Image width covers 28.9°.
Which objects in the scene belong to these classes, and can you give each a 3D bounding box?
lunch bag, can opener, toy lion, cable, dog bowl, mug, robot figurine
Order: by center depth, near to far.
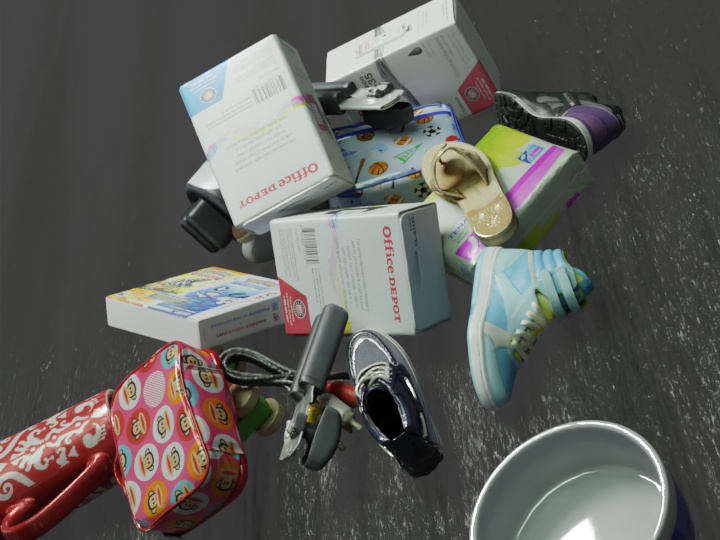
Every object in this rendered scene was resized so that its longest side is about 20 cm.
[{"bbox_3d":[0.207,0.244,1.307,0.199,0.079,0.201,-22,40,20],"label":"dog bowl"},{"bbox_3d":[-0.042,0.134,1.575,0.053,0.067,0.201,-49,18,52],"label":"can opener"},{"bbox_3d":[-0.221,0.201,1.614,0.176,0.082,0.201,-39,52,29],"label":"lunch bag"},{"bbox_3d":[-0.070,0.127,1.622,0.199,0.050,0.097,31,62,17],"label":"cable"},{"bbox_3d":[-0.197,0.197,1.709,0.192,0.069,0.200,-47,37,1],"label":"toy lion"},{"bbox_3d":[-0.366,0.258,1.736,0.199,0.134,0.178,-29,52,4],"label":"mug"},{"bbox_3d":[0.039,-0.142,1.810,0.199,0.076,0.161,-13,43,0],"label":"lunch bag"},{"bbox_3d":[-0.025,-0.213,1.816,0.199,0.067,0.053,8,37,37],"label":"can opener"},{"bbox_3d":[-0.161,-0.118,1.952,0.150,0.125,0.200,25,69,39],"label":"robot figurine"}]

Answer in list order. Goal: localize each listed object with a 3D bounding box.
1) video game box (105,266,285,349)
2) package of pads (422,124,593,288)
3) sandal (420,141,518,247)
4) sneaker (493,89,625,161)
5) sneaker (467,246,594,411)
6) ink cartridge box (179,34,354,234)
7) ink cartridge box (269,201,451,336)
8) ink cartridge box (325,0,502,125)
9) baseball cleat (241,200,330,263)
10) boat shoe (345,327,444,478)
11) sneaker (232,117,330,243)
[{"bbox_3d":[-0.196,0.046,1.791,0.182,0.047,0.199,-14,18,-43],"label":"video game box"},{"bbox_3d":[0.160,-0.078,1.689,0.200,0.068,0.154,-47,38,-12],"label":"package of pads"},{"bbox_3d":[0.119,-0.115,1.642,0.077,0.070,0.212,-34,42,2],"label":"sandal"},{"bbox_3d":[0.250,-0.190,1.748,0.087,0.076,0.200,-28,33,-21],"label":"sneaker"},{"bbox_3d":[0.188,0.056,1.523,0.130,0.080,0.201,-6,58,21],"label":"sneaker"},{"bbox_3d":[-0.115,-0.165,1.734,0.144,0.085,0.201,-26,75,14],"label":"ink cartridge box"},{"bbox_3d":[0.000,0.000,1.667,0.199,0.147,0.083,-1,10,37],"label":"ink cartridge box"},{"bbox_3d":[0.072,-0.260,1.885,0.199,0.147,0.083,-23,36,20],"label":"ink cartridge box"},{"bbox_3d":[-0.068,-0.070,1.867,0.200,0.070,0.106,-41,37,-3],"label":"baseball cleat"},{"bbox_3d":[0.025,0.126,1.533,0.074,0.093,0.200,-35,52,5],"label":"boat shoe"},{"bbox_3d":[-0.123,-0.133,1.821,0.201,0.075,0.070,-55,19,8],"label":"sneaker"}]
